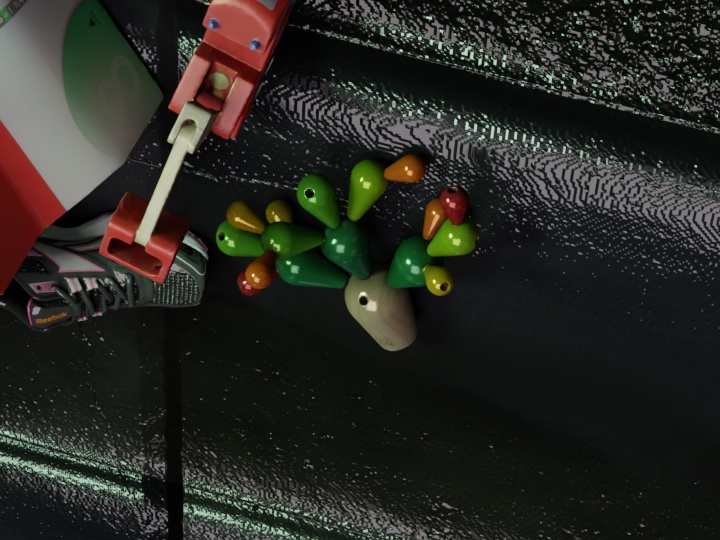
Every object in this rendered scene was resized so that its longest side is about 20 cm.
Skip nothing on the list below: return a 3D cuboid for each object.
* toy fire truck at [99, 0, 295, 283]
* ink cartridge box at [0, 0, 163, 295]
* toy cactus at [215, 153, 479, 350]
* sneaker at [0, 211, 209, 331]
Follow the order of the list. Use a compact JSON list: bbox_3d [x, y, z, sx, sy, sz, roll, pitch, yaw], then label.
[{"bbox_3d":[-0.101,-0.102,1.371,0.049,0.141,0.200,26,137,-1],"label":"toy fire truck"},{"bbox_3d":[-0.218,-0.110,1.373,0.050,0.200,0.161,-14,125,31],"label":"ink cartridge box"},{"bbox_3d":[0.000,0.000,1.471,0.199,0.103,0.165,-10,137,20],"label":"toy cactus"},{"bbox_3d":[-0.209,0.011,1.560,0.199,0.087,0.081,3,134,11],"label":"sneaker"}]
